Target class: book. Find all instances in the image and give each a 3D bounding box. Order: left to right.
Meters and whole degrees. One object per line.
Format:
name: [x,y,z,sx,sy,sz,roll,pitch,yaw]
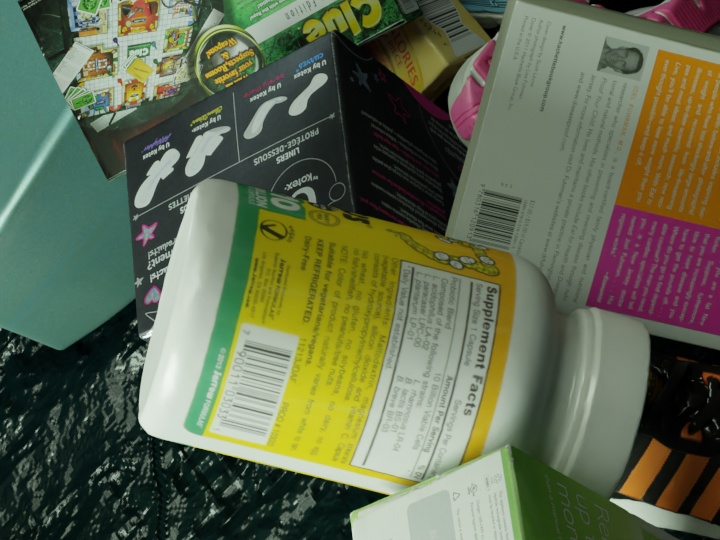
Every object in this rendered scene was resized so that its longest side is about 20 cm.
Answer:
book: [0.146,-0.034,1.256,0.048,0.199,0.134,-94,19,-73]

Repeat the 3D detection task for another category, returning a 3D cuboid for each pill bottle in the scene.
pill bottle: [0.015,0.037,1.209,0.113,0.199,0.113,-166,90,-83]

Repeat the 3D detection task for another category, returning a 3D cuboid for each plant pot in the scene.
plant pot: [-0.160,-0.070,1.574,0.200,0.141,0.141,-55,46,9]

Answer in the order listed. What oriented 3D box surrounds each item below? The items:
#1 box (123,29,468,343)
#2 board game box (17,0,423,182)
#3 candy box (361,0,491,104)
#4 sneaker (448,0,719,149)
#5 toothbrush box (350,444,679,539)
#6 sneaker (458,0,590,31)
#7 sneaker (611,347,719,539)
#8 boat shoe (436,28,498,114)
box: [0.000,0.000,1.362,0.132,0.200,0.115,-26,52,26]
board game box: [-0.072,-0.129,1.414,0.200,0.023,0.105,-25,90,33]
candy box: [-0.041,-0.147,1.437,0.200,0.056,0.117,51,122,7]
sneaker: [0.108,-0.079,1.350,0.088,0.200,0.082,-30,78,45]
toothbrush box: [0.093,0.179,1.194,0.086,0.200,0.146,-25,54,27]
sneaker: [0.058,-0.170,1.447,0.199,0.090,0.078,-16,30,17]
sneaker: [0.146,0.071,1.278,0.200,0.090,0.070,-1,56,39]
boat shoe: [-0.014,-0.071,1.506,0.201,0.063,0.074,-34,47,16]
